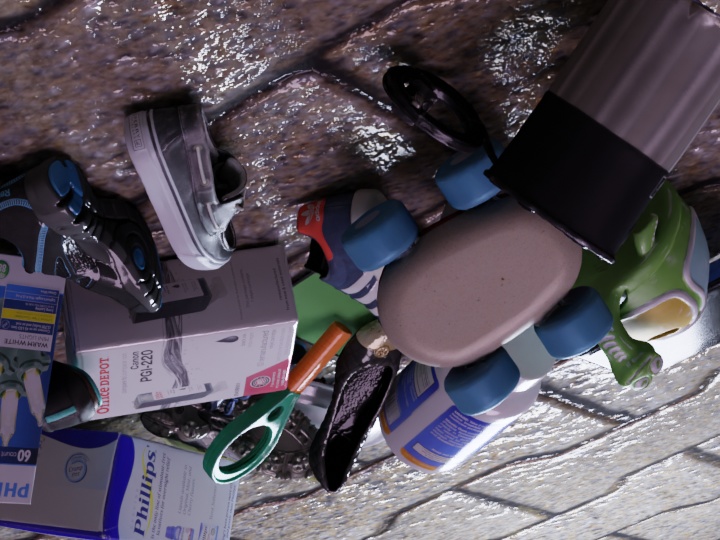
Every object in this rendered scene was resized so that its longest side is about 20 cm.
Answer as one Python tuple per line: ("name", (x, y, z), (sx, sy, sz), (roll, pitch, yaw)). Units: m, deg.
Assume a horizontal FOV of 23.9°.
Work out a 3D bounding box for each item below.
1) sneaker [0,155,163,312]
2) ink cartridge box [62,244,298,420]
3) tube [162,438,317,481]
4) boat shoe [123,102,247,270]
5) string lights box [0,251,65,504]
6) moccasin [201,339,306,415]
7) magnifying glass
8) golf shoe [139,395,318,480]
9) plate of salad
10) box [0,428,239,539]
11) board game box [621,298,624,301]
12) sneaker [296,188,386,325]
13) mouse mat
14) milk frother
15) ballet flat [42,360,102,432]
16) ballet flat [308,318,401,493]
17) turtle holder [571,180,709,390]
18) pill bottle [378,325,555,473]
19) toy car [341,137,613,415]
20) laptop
("sneaker", (-0.226, -0.023, 1.360), (0.082, 0.073, 0.200), (-18, 144, 16))
("ink cartridge box", (-0.164, 0.057, 1.527), (0.199, 0.085, 0.146), (-7, 151, -11))
("tube", (-0.121, 0.189, 1.801), (0.199, 0.052, 0.058), (7, 116, 15))
("boat shoe", (-0.121, -0.060, 1.324), (0.071, 0.072, 0.200), (-13, 153, 6))
("string lights box", (-0.308, 0.084, 1.376), (0.102, 0.201, 0.059), (9, 180, -41))
("moccasin", (-0.148, 0.107, 1.650), (0.199, 0.068, 0.081), (-6, 152, -11))
("magnifying glass", (-0.079, 0.130, 1.644), (0.200, 0.022, 0.080), (-51, 151, 11))
("golf shoe", (-0.133, 0.158, 1.739), (0.199, 0.079, 0.097), (22, 169, -13))
("plate of salad", (-0.063, 0.145, 1.798), (0.199, 0.048, 0.200), (8, 153, 4))
("box", (-0.255, 0.225, 1.725), (0.183, 0.105, 0.200), (0, 165, 35))
("board game box", (0.167, 0.025, 1.689), (0.199, 0.044, 0.199), (4, 148, -34))
("sneaker", (0.000, 0.000, 1.504), (0.084, 0.075, 0.200), (-4, 140, 18))
("mouse mat", (0.014, 0.029, 1.608), (0.161, 0.008, 0.200), (26, 139, -34))
("milk frother", (0.147, -0.142, 1.247), (0.200, 0.181, 0.188), (32, 96, -21))
("ballet flat", (-0.293, 0.102, 1.490), (0.068, 0.068, 0.200), (-32, -163, -23))
("ballet flat", (0.001, 0.132, 1.666), (0.066, 0.057, 0.201), (5, 123, -22))
("turtle holder", (0.251, 0.004, 1.508), (0.141, 0.186, 0.132), (-40, 119, 12))
("pill bottle", (0.106, 0.111, 1.653), (0.112, 0.112, 0.200), (1, 152, -29))
("toy car", (0.097, -0.014, 1.436), (0.177, 0.185, 0.200), (-33, -166, 11))
("laptop", (0.322, 0.017, 1.674), (0.187, 0.116, 0.200), (-31, 149, 30))
